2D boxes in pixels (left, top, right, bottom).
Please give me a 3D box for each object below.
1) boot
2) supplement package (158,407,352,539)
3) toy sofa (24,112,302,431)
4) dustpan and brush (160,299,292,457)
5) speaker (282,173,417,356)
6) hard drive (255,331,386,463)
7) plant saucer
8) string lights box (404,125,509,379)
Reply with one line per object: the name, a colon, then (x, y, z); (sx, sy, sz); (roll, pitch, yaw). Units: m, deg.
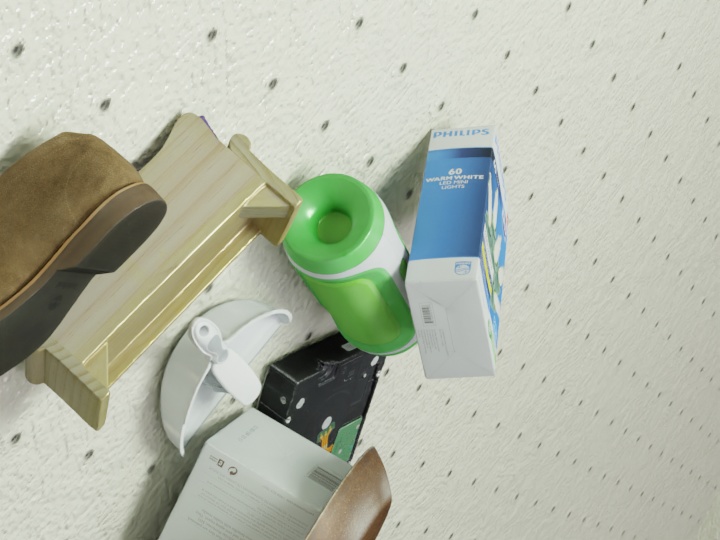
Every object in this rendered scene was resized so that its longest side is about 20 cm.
boot: (-0.208, 0.003, 0.888); (0.200, 0.075, 0.074); (-43, 168, 3)
supplement package: (-0.101, 0.233, 1.232); (0.200, 0.109, 0.114); (-63, 170, 16)
toy sofa: (-0.139, -0.002, 0.993); (0.200, 0.098, 0.083); (-47, 175, -22)
dustpan and brush: (-0.106, 0.065, 1.127); (0.140, 0.057, 0.200); (-52, 154, -12)
speaker: (0.000, 0.000, 1.205); (0.089, 0.088, 0.200); (-52, 154, -11)
hard drive: (-0.050, 0.150, 1.347); (0.140, 0.038, 0.200); (-23, 137, -49)
plant saucer: (-0.025, 0.233, 1.192); (0.201, 0.037, 0.200); (-59, 171, -15)
string lights box: (0.081, -0.019, 1.235); (0.200, 0.059, 0.103); (-78, 160, -48)
